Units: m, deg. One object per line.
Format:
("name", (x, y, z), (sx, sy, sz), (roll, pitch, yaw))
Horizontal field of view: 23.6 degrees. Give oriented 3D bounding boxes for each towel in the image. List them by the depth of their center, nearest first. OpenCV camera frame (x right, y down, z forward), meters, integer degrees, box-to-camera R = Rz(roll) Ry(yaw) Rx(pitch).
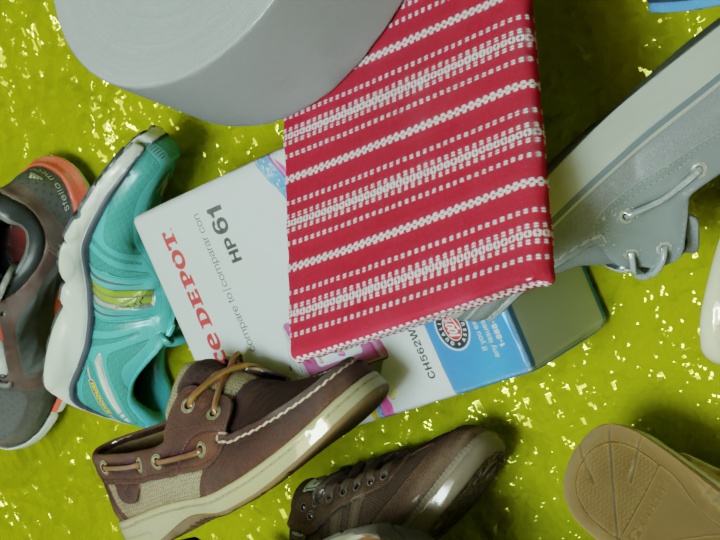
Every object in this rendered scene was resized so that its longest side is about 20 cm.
("towel", (0.022, -0.069, 0.757), (0.144, 0.022, 0.201), (-21, 62, 38))

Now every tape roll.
("tape roll", (-0.058, -0.171, 0.807), (0.200, 0.066, 0.201), (-17, 64, 39))

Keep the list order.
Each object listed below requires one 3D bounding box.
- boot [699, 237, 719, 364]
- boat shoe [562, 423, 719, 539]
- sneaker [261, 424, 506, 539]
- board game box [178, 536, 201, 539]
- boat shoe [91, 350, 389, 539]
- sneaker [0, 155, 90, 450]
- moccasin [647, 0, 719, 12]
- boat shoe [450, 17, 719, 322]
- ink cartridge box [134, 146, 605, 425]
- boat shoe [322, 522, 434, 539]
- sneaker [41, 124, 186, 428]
("boot", (0.198, -0.045, 0.694), (0.107, 0.075, 0.201), (11, 82, 43))
("boat shoe", (0.182, 0.139, 0.783), (0.200, 0.069, 0.074), (44, 110, 37))
("sneaker", (-0.003, 0.135, 0.930), (0.076, 0.070, 0.200), (48, 126, 13))
("board game box", (-0.028, 0.225, 0.816), (0.199, 0.035, 0.136), (18, 102, 34))
("boat shoe", (-0.069, 0.078, 0.854), (0.200, 0.072, 0.072), (-32, 90, 46))
("sneaker", (-0.218, 0.026, 1.035), (0.077, 0.082, 0.201), (27, 120, 25))
("moccasin", (0.202, -0.161, 0.687), (0.199, 0.080, 0.068), (-18, 102, 24))
("boat shoe", (0.122, -0.035, 0.744), (0.201, 0.070, 0.072), (-41, 91, 4))
("ink cartridge box", (0.000, 0.000, 0.872), (0.200, 0.085, 0.145), (-21, 94, 39))
("boat shoe", (-0.019, 0.207, 0.876), (0.200, 0.075, 0.074), (-55, 32, 37))
("sneaker", (-0.123, 0.006, 0.977), (0.079, 0.078, 0.201), (26, 129, 15))
